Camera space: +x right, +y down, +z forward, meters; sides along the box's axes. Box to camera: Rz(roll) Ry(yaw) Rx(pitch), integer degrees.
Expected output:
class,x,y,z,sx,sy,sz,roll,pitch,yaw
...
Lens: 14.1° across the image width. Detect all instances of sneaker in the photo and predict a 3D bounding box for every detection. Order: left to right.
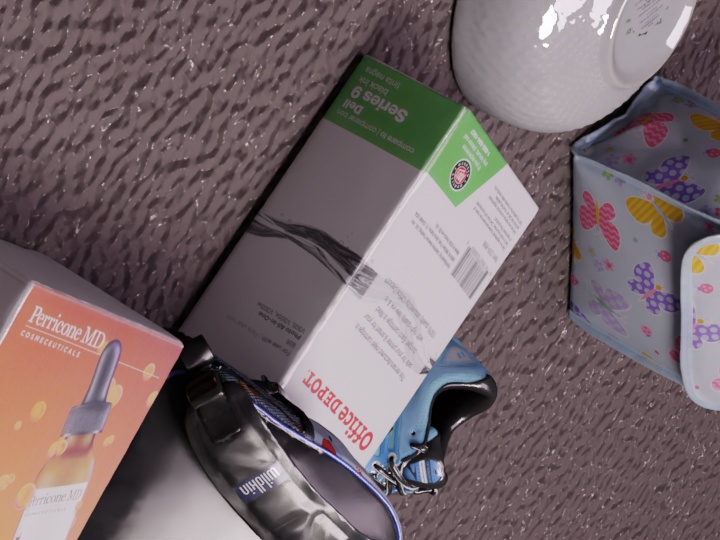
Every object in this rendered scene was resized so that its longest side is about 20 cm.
class,x,y,z,sx,sy,sz,roll,pitch,yaw
sneaker,0.008,0.112,1.792,0.200,0.090,0.079,-47,148,-22

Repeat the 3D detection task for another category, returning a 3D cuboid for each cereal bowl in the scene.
class,x,y,z,sx,sy,sz,roll,pitch,yaw
cereal bowl,0.147,-0.169,1.770,0.200,0.083,0.201,-38,145,-33

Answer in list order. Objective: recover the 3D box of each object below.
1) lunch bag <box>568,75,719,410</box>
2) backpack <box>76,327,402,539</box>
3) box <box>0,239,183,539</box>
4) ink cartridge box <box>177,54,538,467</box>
class,x,y,z,sx,sy,sz,roll,pitch,yaw
lunch bag,0.241,-0.006,1.945,0.127,0.199,0.170,-40,146,-32
backpack,-0.081,0.143,1.542,0.190,0.154,0.200,34,99,-20
box,-0.204,0.084,1.412,0.201,0.106,0.152,-61,151,2
ink cartridge box,0.000,0.000,1.684,0.200,0.084,0.146,-55,151,-9
